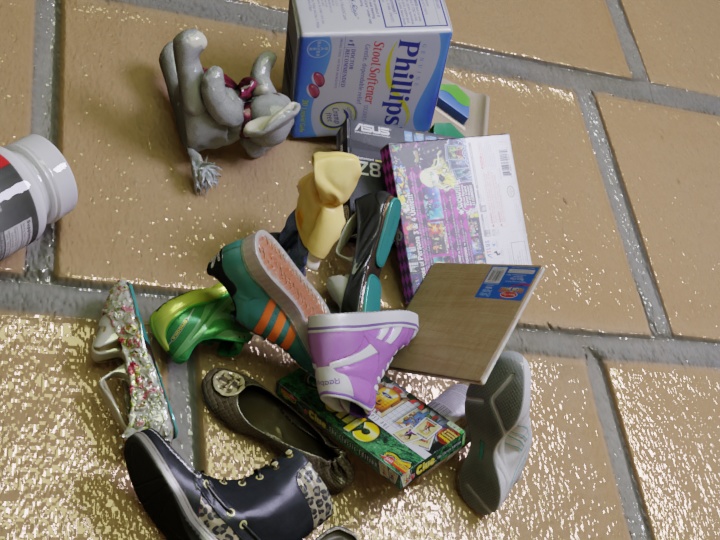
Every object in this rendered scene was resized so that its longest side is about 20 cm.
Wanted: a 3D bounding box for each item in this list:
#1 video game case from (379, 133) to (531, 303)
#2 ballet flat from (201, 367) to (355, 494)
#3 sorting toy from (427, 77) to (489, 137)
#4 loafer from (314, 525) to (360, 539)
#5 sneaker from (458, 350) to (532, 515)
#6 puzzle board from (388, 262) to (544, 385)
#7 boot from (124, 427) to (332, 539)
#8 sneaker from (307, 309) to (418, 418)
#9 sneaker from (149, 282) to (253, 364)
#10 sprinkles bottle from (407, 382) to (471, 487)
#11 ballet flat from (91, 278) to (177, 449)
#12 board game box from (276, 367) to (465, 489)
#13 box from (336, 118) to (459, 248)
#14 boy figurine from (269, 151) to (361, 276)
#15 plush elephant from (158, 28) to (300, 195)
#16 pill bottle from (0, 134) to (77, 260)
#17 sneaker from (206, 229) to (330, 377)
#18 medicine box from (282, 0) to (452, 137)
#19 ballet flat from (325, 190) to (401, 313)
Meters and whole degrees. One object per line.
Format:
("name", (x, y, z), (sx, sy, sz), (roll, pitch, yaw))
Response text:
("video game case", (0.125, -0.069, 1.397), (0.179, 0.036, 0.203), (-8, 84, -23))
("ballet flat", (-0.087, 0.168, 1.187), (0.199, 0.046, 0.067), (39, 49, 4))
("sorting toy", (0.093, -0.227, 1.564), (0.197, 0.037, 0.187), (19, 51, -12))
("loafer", (-0.044, 0.334, 1.074), (0.075, 0.070, 0.201), (32, 49, -1))
("sneaker", (0.159, 0.172, 1.224), (0.070, 0.203, 0.080), (25, 33, 31))
("puzzle board", (0.112, 0.058, 1.249), (0.017, 0.199, 0.152), (42, 69, -27))
("boot", (-0.131, 0.219, 1.109), (0.153, 0.073, 0.205), (-36, 88, -40))
("sneaker", (0.005, 0.102, 1.206), (0.199, 0.072, 0.116), (-2, 85, -58))
("sneaker", (-0.145, 0.053, 1.237), (0.198, 0.074, 0.085), (-20, 88, -35))
("sprinkles bottle", (0.109, 0.172, 1.265), (0.199, 0.068, 0.068), (-29, 72, -37))
("ballet flat", (-0.247, 0.098, 1.145), (0.063, 0.076, 0.202), (-11, 60, -23))
("board game box", (0.009, 0.156, 1.203), (0.104, 0.024, 0.199), (-29, 46, -35))
("box", (0.068, -0.106, 1.445), (0.197, 0.049, 0.163), (8, 62, -20))
("boy figurine", (-0.056, -0.062, 1.267), (0.064, 0.200, 0.126), (7, 57, -21))
("plush elephant", (-0.150, -0.208, 1.357), (0.153, 0.164, 0.203), (-13, 91, -17))
("pill bottle", (-0.406, -0.062, 1.152), (0.114, 0.114, 0.200), (44, 50, 9))
("sneaker", (-0.092, 0.046, 1.194), (0.201, 0.079, 0.072), (58, 28, -27))
("medicine box", (0.003, -0.277, 1.430), (0.197, 0.183, 0.104), (-4, 54, -11))
("ballet flat", (0.000, 0.000, 1.329), (0.067, 0.068, 0.203), (6, 73, 21))
